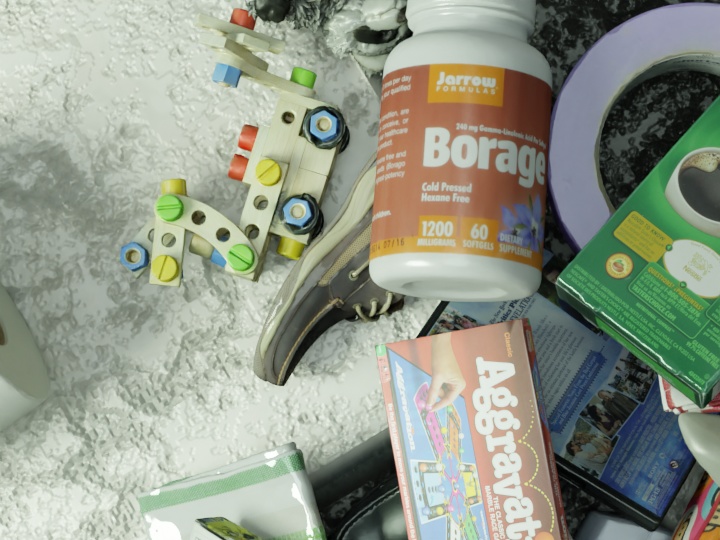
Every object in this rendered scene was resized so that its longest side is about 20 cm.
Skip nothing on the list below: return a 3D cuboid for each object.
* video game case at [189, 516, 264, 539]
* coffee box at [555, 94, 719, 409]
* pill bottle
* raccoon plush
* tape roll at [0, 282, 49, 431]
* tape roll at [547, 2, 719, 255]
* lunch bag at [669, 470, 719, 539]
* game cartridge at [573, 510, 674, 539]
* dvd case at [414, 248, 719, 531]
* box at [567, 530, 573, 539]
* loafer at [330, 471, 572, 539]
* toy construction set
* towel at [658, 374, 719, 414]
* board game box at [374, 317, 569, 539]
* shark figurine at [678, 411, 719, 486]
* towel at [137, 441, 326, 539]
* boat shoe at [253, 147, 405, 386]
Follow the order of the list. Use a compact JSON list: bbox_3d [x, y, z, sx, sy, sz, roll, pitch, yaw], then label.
[{"bbox_3d":[-0.059,0.285,1.293,0.181,0.036,0.200,23,104,36],"label":"video game case"},{"bbox_3d":[0.232,-0.026,1.252,0.123,0.044,0.200,38,82,20],"label":"coffee box"},{"bbox_3d":[0.067,-0.086,1.301,0.112,0.112,0.201,3,81,5],"label":"pill bottle"},{"bbox_3d":[-0.040,-0.219,1.389,0.097,0.134,0.200,-48,51,10],"label":"raccoon plush"},{"bbox_3d":[-0.319,0.043,1.326,0.139,0.203,0.203,-35,86,4],"label":"tape roll"},{"bbox_3d":[0.223,-0.074,1.346,0.199,0.085,0.201,0,87,5],"label":"tape roll"},{"bbox_3d":[0.301,0.181,1.311,0.176,0.082,0.200,30,72,4],"label":"lunch bag"},{"bbox_3d":[0.219,0.254,1.361,0.200,0.041,0.133,30,87,5],"label":"game cartridge"},{"bbox_3d":[0.141,0.068,1.337,0.200,0.018,0.143,31,59,9],"label":"dvd case"},{"bbox_3d":[0.059,0.234,1.334,0.200,0.035,0.110,-26,101,20],"label":"box"},{"bbox_3d":[0.069,0.151,1.357,0.200,0.070,0.068,-27,88,4],"label":"loafer"},{"bbox_3d":[-0.082,-0.076,1.372,0.131,0.092,0.200,17,100,5],"label":"toy construction set"},{"bbox_3d":[0.280,0.010,1.267,0.199,0.023,0.144,-9,69,5],"label":"towel"},{"bbox_3d":[0.075,0.137,1.281,0.103,0.019,0.201,-12,86,20],"label":"board game box"},{"bbox_3d":[0.321,0.120,1.252,0.214,0.090,0.128,-13,74,-12],"label":"shark figurine"},{"bbox_3d":[-0.077,0.228,1.341,0.149,0.031,0.200,-21,77,37],"label":"towel"},{"bbox_3d":[0.000,0.000,1.366,0.073,0.074,0.200,34,92,5],"label":"boat shoe"}]
